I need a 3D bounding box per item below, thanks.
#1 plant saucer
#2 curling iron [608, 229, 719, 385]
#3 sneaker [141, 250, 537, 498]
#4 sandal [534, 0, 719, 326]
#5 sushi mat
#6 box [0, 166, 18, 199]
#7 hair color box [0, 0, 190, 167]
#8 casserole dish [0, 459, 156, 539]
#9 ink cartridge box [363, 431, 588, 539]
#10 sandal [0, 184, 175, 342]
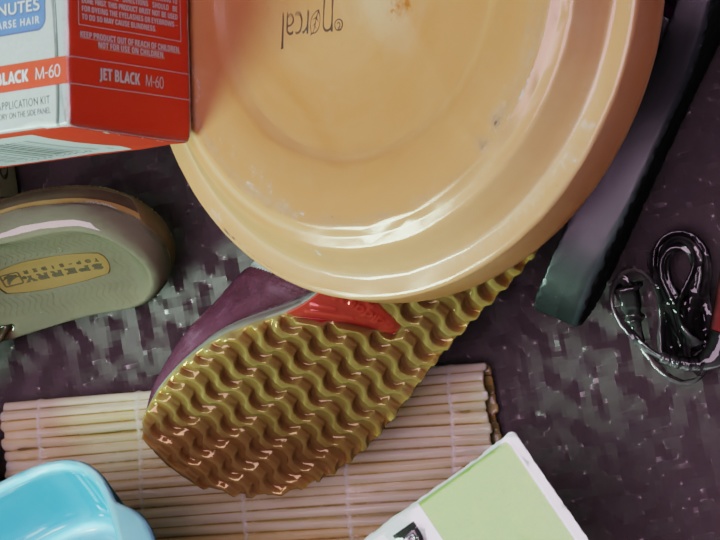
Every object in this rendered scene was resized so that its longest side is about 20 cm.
[{"bbox_3d":[0.005,-0.091,0.796,0.199,0.032,0.202,-3,86,38],"label":"plant saucer"},{"bbox_3d":[0.135,-0.058,0.859,0.049,0.026,0.201,20,96,13],"label":"curling iron"},{"bbox_3d":[0.000,0.000,0.882,0.075,0.090,0.200,39,119,-18],"label":"sneaker"},{"bbox_3d":[0.095,-0.080,0.846,0.048,0.075,0.202,25,98,10],"label":"sandal"},{"bbox_3d":[-0.042,0.089,0.924,0.198,0.012,0.097,-6,87,18],"label":"sushi mat"},{"bbox_3d":[-0.199,-0.118,0.941,0.094,0.078,0.202,-9,87,18],"label":"box"},{"bbox_3d":[-0.118,-0.140,0.835,0.110,0.064,0.202,-5,83,38],"label":"hair color box"},{"bbox_3d":[-0.140,0.150,0.869,0.199,0.039,0.122,-30,53,17],"label":"casserole dish"},{"bbox_3d":[0.022,0.165,0.863,0.199,0.076,0.148,-36,84,16],"label":"ink cartridge box"},{"bbox_3d":[-0.164,0.020,0.925,0.198,0.080,0.054,-12,54,14],"label":"sandal"}]
